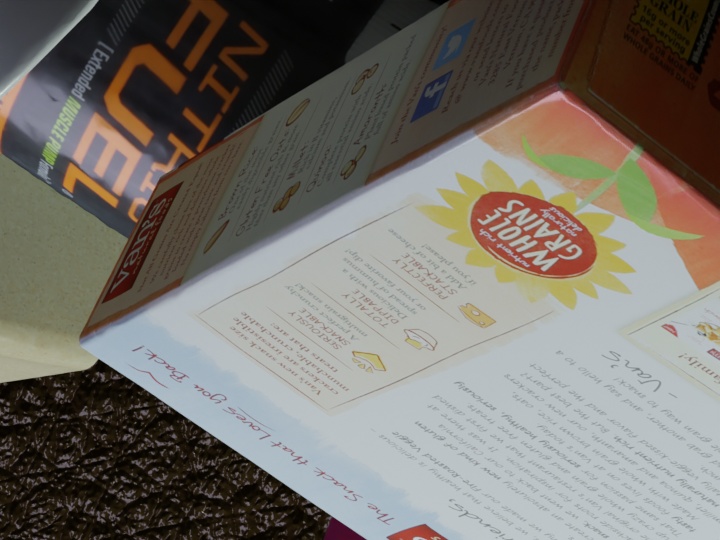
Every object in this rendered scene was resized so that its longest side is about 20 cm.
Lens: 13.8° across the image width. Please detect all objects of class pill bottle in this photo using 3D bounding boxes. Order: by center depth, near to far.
[{"bbox_3d":[-0.033,-0.052,0.797,0.200,0.106,0.106,33,176,1],"label":"pill bottle"}]

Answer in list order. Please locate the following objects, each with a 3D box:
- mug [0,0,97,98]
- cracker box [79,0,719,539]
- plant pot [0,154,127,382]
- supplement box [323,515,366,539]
[{"bbox_3d":[-0.138,-0.104,0.653,0.153,0.187,0.149,44,-149,-18],"label":"mug"},{"bbox_3d":[0.043,0.007,0.672,0.134,0.058,0.200,36,147,-20],"label":"cracker box"},{"bbox_3d":[-0.186,-0.051,1.190,0.177,0.200,0.200,25,161,-28],"label":"plant pot"},{"bbox_3d":[0.083,0.111,0.862,0.101,0.103,0.200,2,152,38],"label":"supplement box"}]
